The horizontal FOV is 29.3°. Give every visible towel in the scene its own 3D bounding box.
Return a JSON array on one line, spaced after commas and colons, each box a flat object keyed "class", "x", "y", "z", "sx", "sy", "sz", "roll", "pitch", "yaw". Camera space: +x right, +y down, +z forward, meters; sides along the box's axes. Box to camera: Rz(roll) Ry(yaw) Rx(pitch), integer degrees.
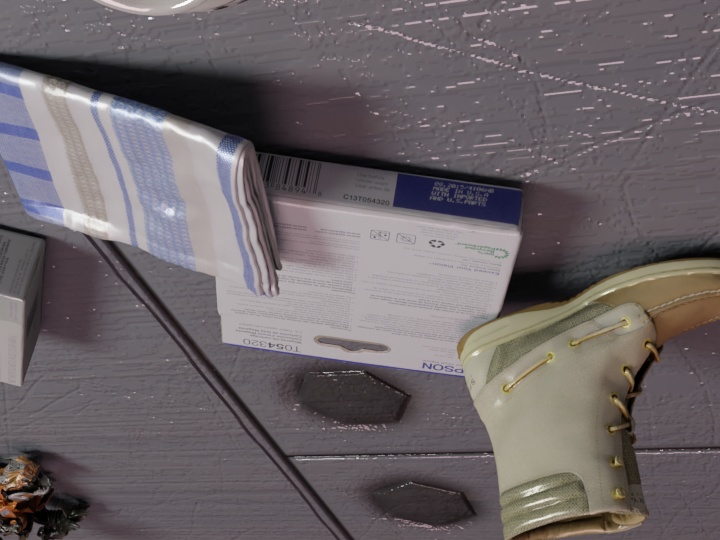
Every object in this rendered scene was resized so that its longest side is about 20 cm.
[{"class": "towel", "x": -0.144, "y": -0.056, "z": 0.853, "sx": 0.200, "sy": 0.024, "sz": 0.147, "roll": 19, "pitch": 148, "yaw": 17}]

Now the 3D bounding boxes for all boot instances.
[{"class": "boot", "x": 0.170, "y": 0.086, "z": 0.891, "sx": 0.200, "sy": 0.155, "sz": 0.072, "roll": -20, "pitch": 149, "yaw": 16}]

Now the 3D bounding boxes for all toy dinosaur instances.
[{"class": "toy dinosaur", "x": -0.353, "y": 0.239, "z": 1.376, "sx": 0.136, "sy": 0.102, "sz": 0.200, "roll": 40, "pitch": 157, "yaw": -17}]

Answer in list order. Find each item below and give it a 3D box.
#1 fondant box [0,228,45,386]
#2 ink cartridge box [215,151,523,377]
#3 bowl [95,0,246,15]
[{"class": "fondant box", "x": -0.341, "y": 0.011, "z": 1.026, "sx": 0.200, "sy": 0.058, "sz": 0.144, "roll": 15, "pitch": 147, "yaw": -6}, {"class": "ink cartridge box", "x": 0.000, "y": 0.000, "z": 0.934, "sx": 0.196, "sy": 0.043, "sz": 0.200, "roll": 8, "pitch": 150, "yaw": 1}, {"class": "bowl", "x": -0.096, "y": -0.181, "z": 0.631, "sx": 0.200, "sy": 0.094, "sz": 0.201, "roll": 7, "pitch": 146, "yaw": 5}]
